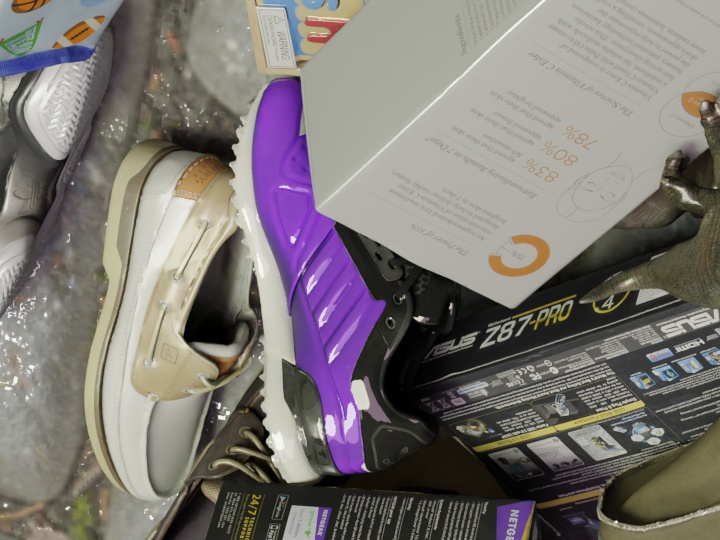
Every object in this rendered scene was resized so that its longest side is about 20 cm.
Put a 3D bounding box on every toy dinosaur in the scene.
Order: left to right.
[{"bbox_3d":[0.181,-0.028,1.004,0.200,0.102,0.077,-26,147,8],"label":"toy dinosaur"}]

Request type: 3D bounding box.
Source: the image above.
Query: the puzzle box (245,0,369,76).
[{"bbox_3d":[0.006,-0.166,1.091,0.133,0.025,0.200,3,139,11],"label":"puzzle box"}]

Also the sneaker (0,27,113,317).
[{"bbox_3d":[-0.207,-0.057,1.207,0.114,0.076,0.200,25,113,0],"label":"sneaker"}]

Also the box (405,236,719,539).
[{"bbox_3d":[0.146,0.068,1.153,0.200,0.049,0.161,-22,123,43],"label":"box"}]

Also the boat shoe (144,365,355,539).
[{"bbox_3d":[-0.051,0.113,1.220,0.074,0.073,0.200,33,102,0],"label":"boat shoe"}]

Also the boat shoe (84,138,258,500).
[{"bbox_3d":[-0.093,0.035,1.220,0.068,0.075,0.200,18,120,25],"label":"boat shoe"}]

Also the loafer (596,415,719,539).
[{"bbox_3d":[0.182,0.078,1.063,0.200,0.075,0.070,-24,113,36],"label":"loafer"}]

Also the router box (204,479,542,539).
[{"bbox_3d":[0.018,0.189,1.184,0.157,0.052,0.200,3,137,14],"label":"router box"}]

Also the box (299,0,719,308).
[{"bbox_3d":[0.084,-0.093,1.067,0.124,0.098,0.200,26,128,-32],"label":"box"}]

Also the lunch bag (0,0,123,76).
[{"bbox_3d":[-0.167,-0.211,1.069,0.200,0.124,0.170,57,135,15],"label":"lunch bag"}]

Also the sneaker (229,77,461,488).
[{"bbox_3d":[0.000,0.000,1.157,0.099,0.070,0.201,-10,83,21],"label":"sneaker"}]

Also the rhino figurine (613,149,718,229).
[{"bbox_3d":[0.193,-0.023,1.136,0.200,0.088,0.060,20,158,3],"label":"rhino figurine"}]

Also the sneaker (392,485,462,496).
[{"bbox_3d":[0.086,0.189,1.250,0.200,0.070,0.082,30,132,2],"label":"sneaker"}]

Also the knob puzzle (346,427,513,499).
[{"bbox_3d":[-0.006,0.145,1.286,0.219,0.030,0.220,0,106,2],"label":"knob puzzle"}]
